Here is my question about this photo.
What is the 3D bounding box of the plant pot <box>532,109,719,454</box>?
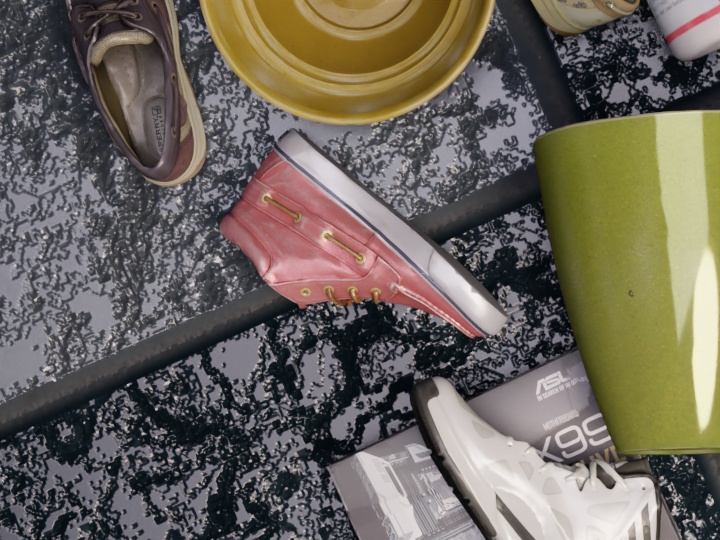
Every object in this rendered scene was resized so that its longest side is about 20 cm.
[{"bbox_3d":[0.206,0.014,1.485,0.185,0.187,0.202,-2,83,5],"label":"plant pot"}]

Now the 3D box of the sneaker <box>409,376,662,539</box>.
[{"bbox_3d":[0.123,0.133,1.522,0.115,0.076,0.201,-35,94,-4],"label":"sneaker"}]

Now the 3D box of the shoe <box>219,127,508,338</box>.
[{"bbox_3d":[0.000,0.000,1.578,0.200,0.071,0.091,40,95,9],"label":"shoe"}]

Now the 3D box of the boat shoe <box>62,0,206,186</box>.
[{"bbox_3d":[-0.160,-0.155,1.591,0.071,0.065,0.202,-18,88,7],"label":"boat shoe"}]

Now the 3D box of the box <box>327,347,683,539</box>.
[{"bbox_3d":[0.099,0.160,1.576,0.199,0.050,0.159,-24,88,5],"label":"box"}]

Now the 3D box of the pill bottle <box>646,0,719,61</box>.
[{"bbox_3d":[0.213,-0.248,1.535,0.108,0.109,0.201,-26,88,5],"label":"pill bottle"}]

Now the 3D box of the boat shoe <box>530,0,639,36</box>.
[{"bbox_3d":[0.118,-0.250,1.537,0.073,0.062,0.201,-48,113,-36],"label":"boat shoe"}]

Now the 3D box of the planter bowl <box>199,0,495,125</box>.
[{"bbox_3d":[-0.006,-0.203,1.561,0.198,0.083,0.202,1,102,5],"label":"planter bowl"}]
